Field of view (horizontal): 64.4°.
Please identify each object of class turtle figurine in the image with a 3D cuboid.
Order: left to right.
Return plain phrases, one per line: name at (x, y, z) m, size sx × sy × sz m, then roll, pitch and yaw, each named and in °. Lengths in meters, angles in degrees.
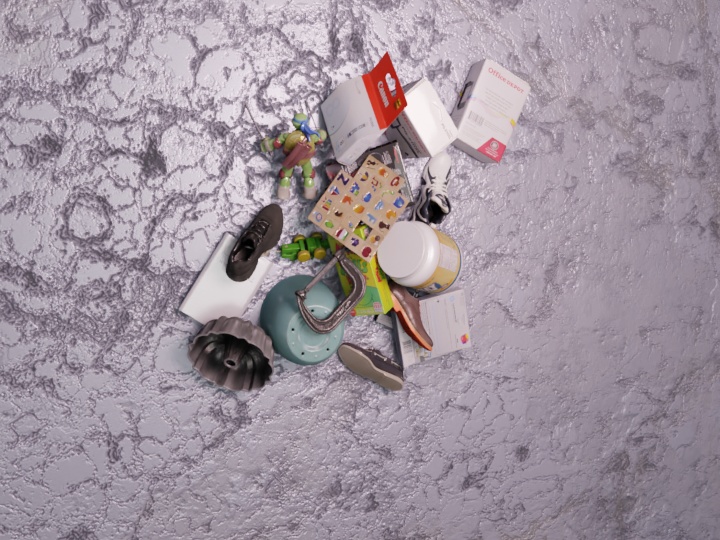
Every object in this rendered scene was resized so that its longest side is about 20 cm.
turtle figurine at (-0.148, -0.273, 1.289) m, size 0.142 × 0.198 × 0.198 m, roll -25°, pitch 133°, yaw -41°

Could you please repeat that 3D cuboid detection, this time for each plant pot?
plant pot at (-0.123, 0.124, 1.317) m, size 0.195 × 0.161 × 0.207 m, roll -3°, pitch 100°, yaw -18°

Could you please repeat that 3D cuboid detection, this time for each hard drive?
hard drive at (-0.307, 0.034, 1.312) m, size 0.131 × 0.025 × 0.203 m, roll 33°, pitch 87°, yaw -20°

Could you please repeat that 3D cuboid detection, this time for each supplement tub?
supplement tub at (0.139, -0.030, 1.322) m, size 0.198 × 0.142 × 0.148 m, roll 16°, pitch 95°, yaw -55°

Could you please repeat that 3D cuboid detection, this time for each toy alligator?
toy alligator at (-0.145, -0.044, 1.342) m, size 0.194 × 0.060 × 0.055 m, roll -10°, pitch 145°, yaw -12°

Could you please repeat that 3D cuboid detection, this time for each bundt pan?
bundt pan at (-0.281, 0.179, 1.280) m, size 0.196 × 0.077 × 0.205 m, roll 5°, pitch 132°, yaw 5°

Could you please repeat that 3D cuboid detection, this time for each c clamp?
c clamp at (-0.071, 0.026, 1.241) m, size 0.171 × 0.027 × 0.201 m, roll 45°, pitch 67°, yaw -18°

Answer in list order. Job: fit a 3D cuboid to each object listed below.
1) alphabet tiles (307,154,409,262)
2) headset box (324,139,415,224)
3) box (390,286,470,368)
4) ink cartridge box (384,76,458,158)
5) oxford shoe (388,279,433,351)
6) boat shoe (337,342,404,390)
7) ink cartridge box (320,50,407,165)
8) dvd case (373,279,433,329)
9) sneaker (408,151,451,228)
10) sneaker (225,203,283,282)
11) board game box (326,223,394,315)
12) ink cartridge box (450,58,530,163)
alphabet tiles at (0.005, -0.147, 1.250) m, size 0.165 × 0.008 × 0.202 m, roll 34°, pitch 78°, yaw 2°
headset box at (0.014, -0.198, 1.330) m, size 0.195 × 0.075 × 0.152 m, roll -18°, pitch 104°, yaw 7°
box at (0.181, 0.143, 1.460) m, size 0.195 × 0.041 × 0.160 m, roll -14°, pitch 103°, yaw -15°
ink cartridge box at (0.118, -0.338, 1.298) m, size 0.084 × 0.200 × 0.146 m, roll -38°, pitch 108°, yaw -8°
oxford shoe at (0.127, 0.106, 1.379) m, size 0.072 × 0.071 × 0.202 m, roll -39°, pitch 106°, yaw -13°
boat shoe at (0.029, 0.231, 1.451) m, size 0.198 × 0.073 × 0.064 m, roll 34°, pitch 45°, yaw -15°
ink cartridge box at (0.003, -0.354, 1.235) m, size 0.046 × 0.199 × 0.164 m, roll 9°, pitch 53°, yaw -41°
dvd case at (0.137, 0.062, 1.466) m, size 0.148 × 0.025 × 0.204 m, roll 24°, pitch 92°, yaw -21°
sneaker at (0.190, -0.188, 1.385) m, size 0.078 × 0.129 × 0.203 m, roll 27°, pitch 90°, yaw -21°
sneaker at (-0.227, -0.071, 1.262) m, size 0.074 × 0.091 × 0.203 m, roll 26°, pitch 65°, yaw 1°
board game box at (0.000, 0.000, 1.314) m, size 0.047 × 0.100 × 0.205 m, roll -35°, pitch 113°, yaw -50°
ink cartridge box at (0.310, -0.389, 1.415) m, size 0.145 × 0.085 × 0.204 m, roll 24°, pitch 90°, yaw -20°
